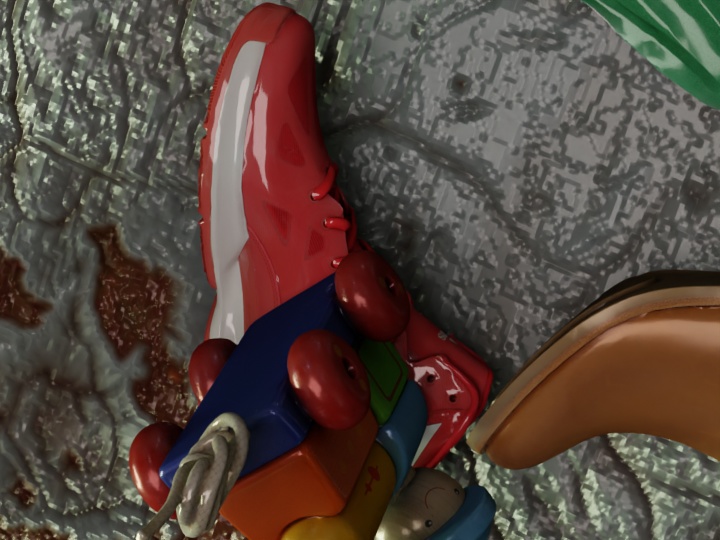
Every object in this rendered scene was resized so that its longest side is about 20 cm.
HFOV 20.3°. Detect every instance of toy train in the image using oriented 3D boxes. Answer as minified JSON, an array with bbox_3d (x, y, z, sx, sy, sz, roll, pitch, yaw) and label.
[{"bbox_3d":[-0.014,0.085,0.664,0.084,0.200,0.116,-31,103,22],"label":"toy train"}]

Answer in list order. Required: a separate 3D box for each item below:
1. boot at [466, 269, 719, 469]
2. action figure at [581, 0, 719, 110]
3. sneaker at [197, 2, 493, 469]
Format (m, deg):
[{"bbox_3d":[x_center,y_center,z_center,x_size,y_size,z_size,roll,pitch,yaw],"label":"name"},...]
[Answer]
[{"bbox_3d":[0.149,0.061,0.722,0.199,0.074,0.155,-35,87,23],"label":"boot"},{"bbox_3d":[0.107,-0.127,0.725,0.200,0.055,0.118,45,108,3],"label":"action figure"},{"bbox_3d":[0.000,0.000,0.779,0.114,0.078,0.202,7,111,11],"label":"sneaker"}]
